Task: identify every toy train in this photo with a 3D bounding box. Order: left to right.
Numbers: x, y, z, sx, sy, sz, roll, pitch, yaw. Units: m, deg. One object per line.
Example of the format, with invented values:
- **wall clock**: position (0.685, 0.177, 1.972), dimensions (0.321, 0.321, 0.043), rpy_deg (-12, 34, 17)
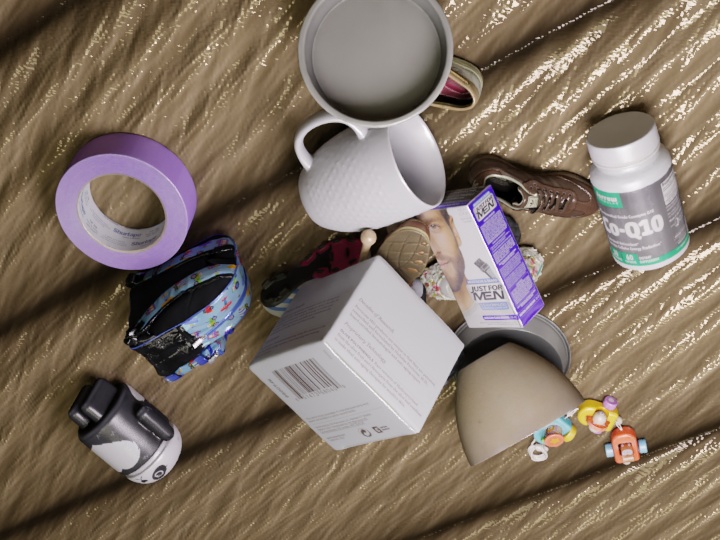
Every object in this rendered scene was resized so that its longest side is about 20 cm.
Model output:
- **toy train**: position (0.374, 0.284, 1.884), dimensions (0.198, 0.056, 0.151), rpy_deg (-6, 124, 10)

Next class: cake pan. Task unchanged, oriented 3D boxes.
- **cake pan**: position (0.020, -0.282, 1.469), dimensions (0.198, 0.037, 0.202), rpy_deg (0, 86, 3)
- **cake pan**: position (0.237, 0.150, 1.818), dimensions (0.198, 0.037, 0.202), rpy_deg (3, 125, 4)

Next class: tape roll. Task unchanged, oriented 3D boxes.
- **tape roll**: position (-0.348, -0.101, 1.691), dimensions (0.198, 0.066, 0.201), rpy_deg (3, 126, 4)

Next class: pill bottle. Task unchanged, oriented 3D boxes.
- **pill bottle**: position (0.382, -0.110, 1.574), dimensions (0.112, 0.113, 0.201), rpy_deg (-15, 122, 16)

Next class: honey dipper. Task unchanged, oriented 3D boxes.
- **honey dipper**: position (0.000, 0.000, 1.640), dimensions (0.038, 0.038, 0.200), rpy_deg (11, 151, -1)

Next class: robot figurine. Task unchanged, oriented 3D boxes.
- **robot figurine**: position (-0.395, 0.273, 1.919), dimensions (0.125, 0.150, 0.200), rpy_deg (-48, 113, -7)

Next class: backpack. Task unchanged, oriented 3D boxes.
- **backpack**: position (-0.247, 0.049, 1.724), dimensions (0.199, 0.183, 0.135), rpy_deg (-31, 125, 12)

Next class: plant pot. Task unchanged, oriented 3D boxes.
- **plant pot**: position (0.221, 0.190, 1.729), dimensions (0.200, 0.200, 0.135), rpy_deg (-35, 79, 26)

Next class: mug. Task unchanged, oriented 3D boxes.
- **mug**: position (-0.007, -0.145, 1.567), dimensions (0.174, 0.148, 0.200), rpy_deg (-20, 133, 30)

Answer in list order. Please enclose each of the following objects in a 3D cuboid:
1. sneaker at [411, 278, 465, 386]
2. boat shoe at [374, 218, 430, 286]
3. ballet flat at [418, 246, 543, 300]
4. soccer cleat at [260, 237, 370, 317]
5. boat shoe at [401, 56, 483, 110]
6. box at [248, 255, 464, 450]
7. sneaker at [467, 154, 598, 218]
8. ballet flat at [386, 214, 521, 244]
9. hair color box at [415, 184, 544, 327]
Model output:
- **sneaker**: position (0.105, 0.099, 1.764), dimensions (0.113, 0.076, 0.202), rpy_deg (-4, 117, -18)
- **boat shoe**: position (0.058, -0.019, 1.637), dimensions (0.071, 0.068, 0.201), rpy_deg (20, 147, 0)
- **ballet flat**: position (0.178, 0.010, 1.710), dimensions (0.198, 0.064, 0.076), rpy_deg (-15, 123, 17)
- **soccer cleat**: position (-0.060, 0.015, 1.748), dimensions (0.199, 0.070, 0.086), rpy_deg (-26, 141, 20)
- **boat shoe**: position (0.070, -0.266, 1.527), dimensions (0.198, 0.067, 0.074), rpy_deg (13, 125, -3)
- **box**: position (-0.006, 0.122, 1.616), dimensions (0.200, 0.172, 0.198), rpy_deg (45, 143, -18)
- **sneaker**: position (0.247, -0.103, 1.616), dimensions (0.198, 0.076, 0.071), rpy_deg (14, 125, -3)
- **ballet flat**: position (0.137, -0.060, 1.669), dimensions (0.198, 0.057, 0.067), rpy_deg (3, 124, 5)
- **hair color box**: position (0.168, -0.017, 1.604), dimensions (0.109, 0.065, 0.201), rpy_deg (-4, 118, 50)
